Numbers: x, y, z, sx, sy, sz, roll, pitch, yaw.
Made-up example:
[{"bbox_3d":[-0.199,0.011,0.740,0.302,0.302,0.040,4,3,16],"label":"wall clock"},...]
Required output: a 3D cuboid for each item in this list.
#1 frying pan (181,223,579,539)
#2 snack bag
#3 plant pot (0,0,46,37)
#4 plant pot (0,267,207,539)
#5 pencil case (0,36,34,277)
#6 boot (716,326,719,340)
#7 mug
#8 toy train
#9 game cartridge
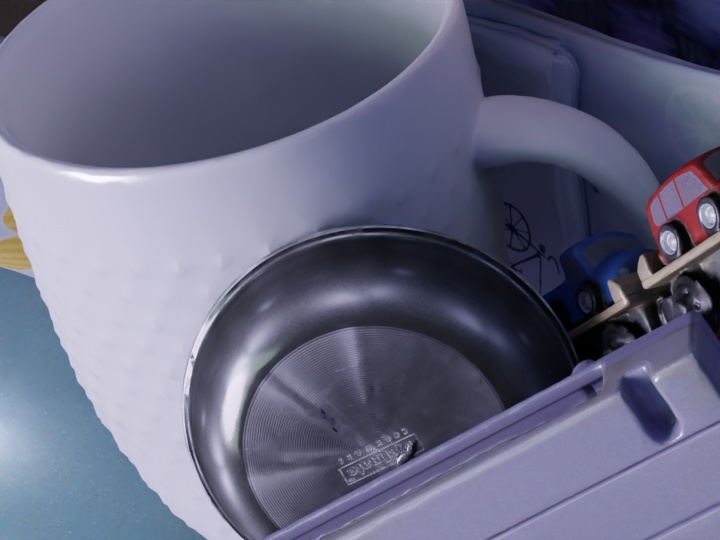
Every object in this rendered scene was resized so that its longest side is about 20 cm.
[{"bbox_3d":[0.010,0.078,0.629,0.031,0.114,0.191,-78,-17,-68],"label":"frying pan"},{"bbox_3d":[0.073,0.004,0.732,0.199,0.021,0.190,23,134,37],"label":"snack bag"},{"bbox_3d":[-0.143,-0.121,0.920,0.200,0.133,0.202,171,90,-83],"label":"plant pot"},{"bbox_3d":[-0.086,0.064,0.992,0.134,0.200,0.201,17,133,21],"label":"plant pot"},{"bbox_3d":[-0.115,-0.041,0.810,0.083,0.199,0.091,-50,36,30],"label":"pencil case"},{"bbox_3d":[0.113,0.084,0.657,0.075,0.107,0.201,14,129,30],"label":"boot"},{"bbox_3d":[0.000,0.000,0.693,0.148,0.199,0.176,-74,-25,-52],"label":"mug"},{"bbox_3d":[0.094,-0.009,0.570,0.200,0.034,0.046,-42,66,59],"label":"toy train"},{"bbox_3d":[0.038,0.108,0.604,0.130,0.199,0.038,52,-158,-22],"label":"game cartridge"}]
